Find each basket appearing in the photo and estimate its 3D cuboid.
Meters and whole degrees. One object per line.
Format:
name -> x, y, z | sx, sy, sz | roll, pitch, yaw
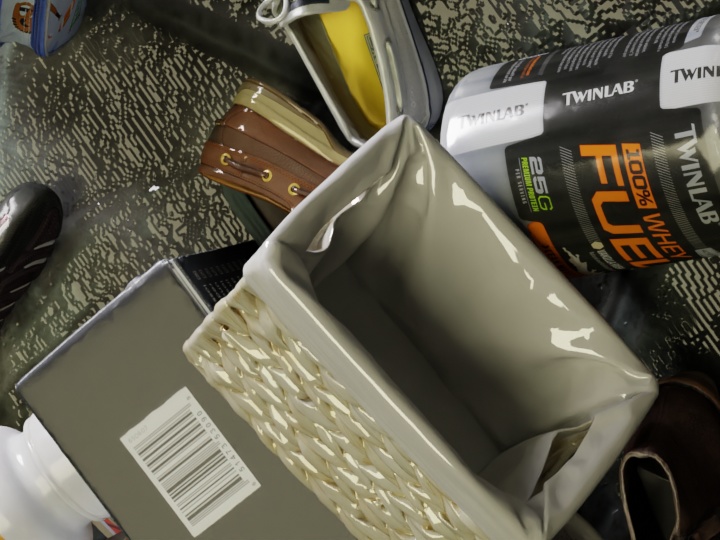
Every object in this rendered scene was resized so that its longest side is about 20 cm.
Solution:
basket -> 0.026, 0.048, 0.989 | 0.200, 0.136, 0.123 | 47, 143, -3

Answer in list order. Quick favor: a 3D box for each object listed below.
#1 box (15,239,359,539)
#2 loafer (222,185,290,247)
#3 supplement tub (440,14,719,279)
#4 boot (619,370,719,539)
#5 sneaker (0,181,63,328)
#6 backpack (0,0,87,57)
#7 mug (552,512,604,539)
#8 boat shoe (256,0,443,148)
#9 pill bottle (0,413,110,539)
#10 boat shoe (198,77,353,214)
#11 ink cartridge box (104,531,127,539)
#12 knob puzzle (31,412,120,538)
box -> -0.066, 0.097, 1.126 | 0.124, 0.197, 0.200 | -39, 86, 13
loafer -> 0.000, 0.000, 1.148 | 0.200, 0.072, 0.063 | 48, 112, 10
supplement tub -> 0.152, -0.064, 1.009 | 0.200, 0.122, 0.123 | -10, 101, 31
boot -> 0.172, 0.162, 1.045 | 0.072, 0.166, 0.201 | -5, 103, 20
sneaker -> -0.284, -0.007, 1.298 | 0.115, 0.076, 0.200 | 43, 122, 13
backpack -> -0.233, -0.200, 1.136 | 0.154, 0.191, 0.201 | 10, 112, 8
mug -> 0.078, 0.232, 1.077 | 0.175, 0.148, 0.200 | -44, 77, 24
boat shoe -> -0.025, -0.158, 1.095 | 0.074, 0.086, 0.202 | -17, 98, 32
pill bottle -> -0.244, 0.171, 1.250 | 0.200, 0.111, 0.111 | -38, 86, 8
boat shoe -> -0.007, -0.029, 1.099 | 0.200, 0.072, 0.068 | 36, 85, 19
ink cartridge box -> -0.149, 0.244, 1.218 | 0.200, 0.176, 0.084 | -30, 112, 20
knob puzzle -> -0.142, 0.115, 1.286 | 0.219, 0.030, 0.220 | 10, 112, 26
